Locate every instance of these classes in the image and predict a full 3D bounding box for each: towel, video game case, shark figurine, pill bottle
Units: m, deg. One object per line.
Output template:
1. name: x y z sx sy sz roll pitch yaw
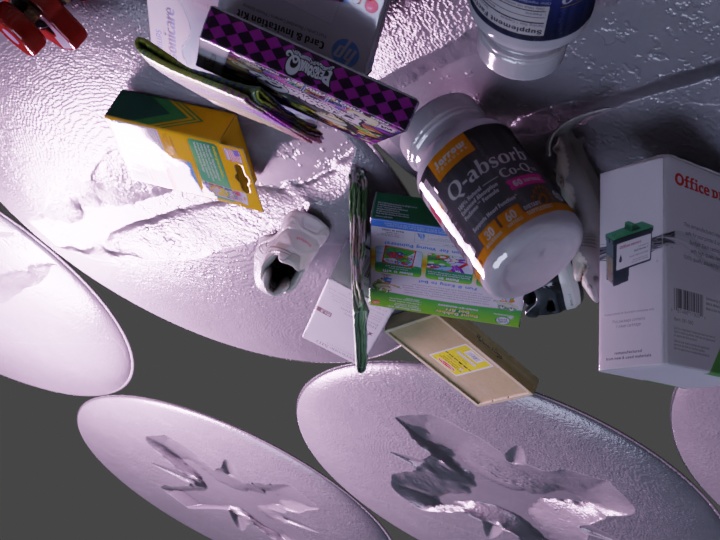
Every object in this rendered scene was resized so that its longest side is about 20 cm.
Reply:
1. towel: -0.125 -0.174 1.147 0.143 0.023 0.200 25 -178 19
2. video game case: -0.056 -0.176 1.084 0.199 0.036 0.181 23 179 -10
3. shark figurine: 0.246 -0.091 1.218 0.089 0.129 0.216 -10 121 10
4. pill bottle: 0.127 -0.079 1.177 0.201 0.116 0.117 57 164 30
5. towel: 0.000 0.000 1.410 0.023 0.202 0.153 -2 148 -1
6. pill bottle: 0.148 -0.256 0.974 0.110 0.112 0.201 20 150 11

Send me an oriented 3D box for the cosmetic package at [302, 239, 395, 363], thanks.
1. cosmetic package: -0.008 0.049 1.608 0.101 0.074 0.200 26 149 1

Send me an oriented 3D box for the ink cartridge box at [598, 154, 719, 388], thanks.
1. ink cartridge box: 0.307 0.005 1.134 0.145 0.202 0.084 14 163 -38

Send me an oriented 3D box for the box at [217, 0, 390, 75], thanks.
1. box: -0.039 -0.292 1.048 0.155 0.041 0.201 22 123 7

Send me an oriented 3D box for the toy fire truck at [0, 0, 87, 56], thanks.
1. toy fire truck: -0.395 -0.331 1.303 0.200 0.112 0.168 46 169 -29

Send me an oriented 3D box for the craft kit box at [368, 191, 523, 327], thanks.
1. craft kit box: 0.110 -0.009 1.416 0.198 0.049 0.198 9 145 5

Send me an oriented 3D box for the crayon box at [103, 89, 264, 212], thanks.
1. crayon box: -0.212 -0.151 1.474 0.198 0.052 0.126 15 148 19

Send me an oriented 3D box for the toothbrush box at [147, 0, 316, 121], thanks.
1. toothbrush box: -0.114 -0.261 1.194 0.198 0.086 0.147 21 150 7

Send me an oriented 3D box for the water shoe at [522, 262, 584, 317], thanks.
1. water shoe: 0.181 -0.033 1.277 0.078 0.072 0.201 -22 111 12

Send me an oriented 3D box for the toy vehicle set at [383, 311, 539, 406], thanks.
1. toy vehicle set: 0.143 0.120 1.647 0.200 0.027 0.124 39 148 -21

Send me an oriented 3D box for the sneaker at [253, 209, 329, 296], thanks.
1. sneaker: -0.113 -0.003 1.579 0.077 0.100 0.200 29 150 -5
